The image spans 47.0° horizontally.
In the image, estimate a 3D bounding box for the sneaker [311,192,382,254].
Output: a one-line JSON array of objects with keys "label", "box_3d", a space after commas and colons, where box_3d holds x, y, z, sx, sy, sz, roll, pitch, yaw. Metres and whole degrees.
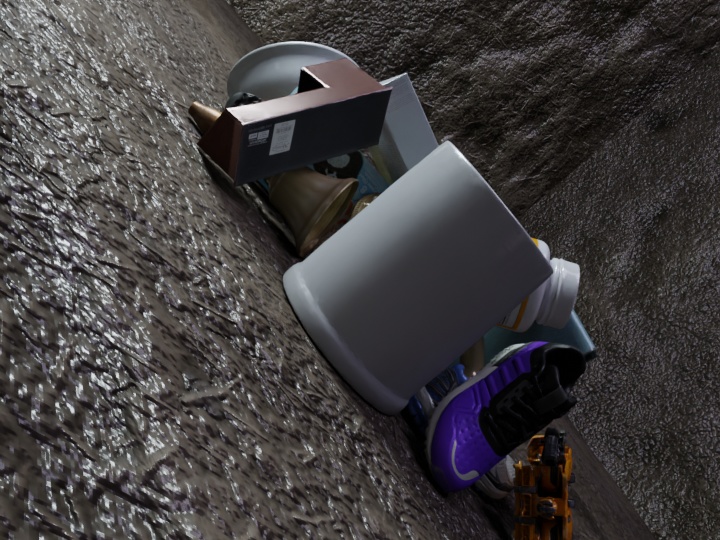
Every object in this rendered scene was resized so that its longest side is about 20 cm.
[{"label": "sneaker", "box_3d": [0.000, 0.000, 0.952, 0.200, 0.070, 0.114, -51, 147, -54]}]

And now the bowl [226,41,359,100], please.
[{"label": "bowl", "box_3d": [-0.088, -0.216, 1.146, 0.201, 0.198, 0.092, 39, 44, -55]}]

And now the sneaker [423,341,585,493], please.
[{"label": "sneaker", "box_3d": [0.141, 0.124, 0.759, 0.099, 0.200, 0.070, -16, -72, 51]}]

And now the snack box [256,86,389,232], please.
[{"label": "snack box", "box_3d": [-0.046, -0.107, 1.002, 0.200, 0.116, 0.037, 46, -5, -30]}]

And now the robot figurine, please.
[{"label": "robot figurine", "box_3d": [0.194, 0.238, 0.869, 0.200, 0.057, 0.148, 27, 63, -71]}]

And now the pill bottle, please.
[{"label": "pill bottle", "box_3d": [0.149, 0.005, 0.968, 0.196, 0.111, 0.109, 15, 8, 3]}]

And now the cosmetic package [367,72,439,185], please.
[{"label": "cosmetic package", "box_3d": [0.047, -0.158, 1.025, 0.200, 0.051, 0.153, -136, -158, -77]}]

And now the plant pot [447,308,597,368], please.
[{"label": "plant pot", "box_3d": [0.186, 0.061, 1.113, 0.203, 0.193, 0.196, 67, 12, 15]}]

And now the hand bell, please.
[{"label": "hand bell", "box_3d": [-0.109, -0.118, 0.906, 0.199, 0.105, 0.104, 39, 7, 6]}]

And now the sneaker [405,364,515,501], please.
[{"label": "sneaker", "box_3d": [0.127, 0.167, 0.855, 0.200, 0.085, 0.077, 45, 9, -39]}]

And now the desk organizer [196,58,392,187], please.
[{"label": "desk organizer", "box_3d": [-0.068, -0.160, 0.866, 0.198, 0.073, 0.077, -23, 52, -37]}]

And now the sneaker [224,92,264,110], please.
[{"label": "sneaker", "box_3d": [-0.106, -0.138, 1.043, 0.200, 0.070, 0.090, 48, -6, -24]}]

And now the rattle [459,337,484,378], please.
[{"label": "rattle", "box_3d": [0.079, 0.131, 0.959, 0.201, 0.140, 0.132, 63, 30, -42]}]

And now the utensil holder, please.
[{"label": "utensil holder", "box_3d": [0.054, 0.004, 0.772, 0.170, 0.199, 0.170, 48, 7, -8]}]
